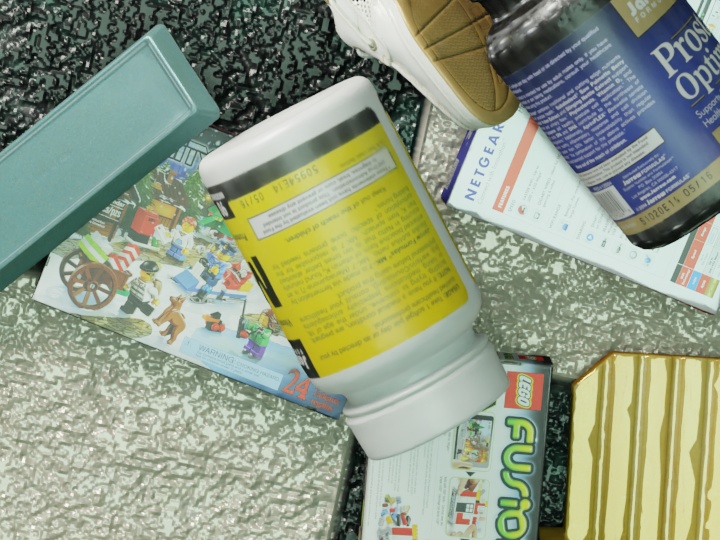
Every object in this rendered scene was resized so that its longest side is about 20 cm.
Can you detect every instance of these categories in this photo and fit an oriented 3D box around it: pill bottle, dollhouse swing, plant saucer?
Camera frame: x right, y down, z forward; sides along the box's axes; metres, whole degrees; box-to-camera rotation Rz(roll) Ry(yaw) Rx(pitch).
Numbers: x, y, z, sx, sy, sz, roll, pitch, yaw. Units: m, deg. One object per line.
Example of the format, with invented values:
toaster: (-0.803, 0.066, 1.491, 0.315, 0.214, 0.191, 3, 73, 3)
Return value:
pill bottle: (0.000, 0.000, 1.691, 0.114, 0.114, 0.200, -28, 96, 1)
dollhouse swing: (0.211, 0.160, 1.741, 0.199, 0.182, 0.176, 4, 107, -3)
pill bottle: (0.143, -0.119, 1.674, 0.112, 0.112, 0.200, -39, 97, 2)
plant saucer: (-0.177, -0.060, 1.730, 0.200, 0.019, 0.070, -37, 75, 14)

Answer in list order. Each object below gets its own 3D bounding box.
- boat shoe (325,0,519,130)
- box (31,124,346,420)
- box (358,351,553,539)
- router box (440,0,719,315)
boat shoe: (0.017, -0.157, 1.731, 0.200, 0.071, 0.069, 54, 133, 9)
box: (-0.080, -0.010, 1.763, 0.200, 0.038, 0.137, 21, 95, -5)
box: (0.054, 0.149, 1.787, 0.110, 0.035, 0.201, 5, 96, -1)
router box: (0.168, -0.099, 1.759, 0.179, 0.049, 0.200, 23, 95, -5)
